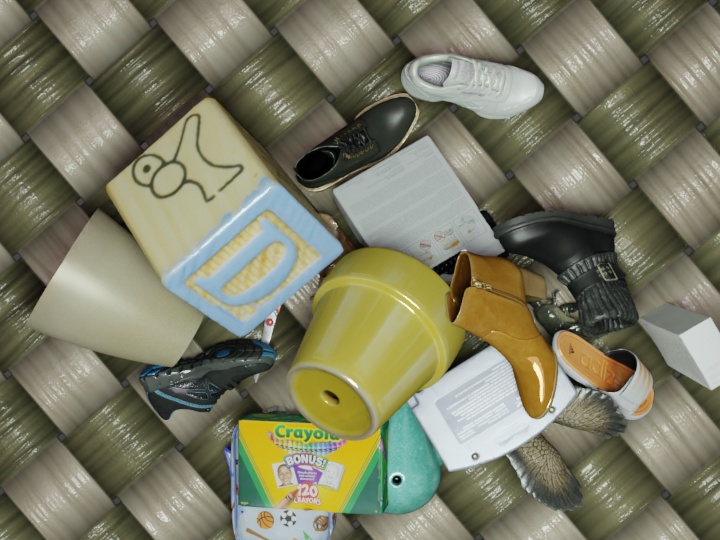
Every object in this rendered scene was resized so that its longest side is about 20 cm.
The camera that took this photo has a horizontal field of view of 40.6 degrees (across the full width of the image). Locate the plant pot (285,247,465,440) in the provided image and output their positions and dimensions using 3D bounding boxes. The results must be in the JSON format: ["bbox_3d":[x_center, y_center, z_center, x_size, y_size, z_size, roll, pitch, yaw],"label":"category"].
[{"bbox_3d":[0.006,0.103,1.233,0.201,0.201,0.189,39,50,0],"label":"plant pot"}]

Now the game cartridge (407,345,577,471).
[{"bbox_3d":[0.177,0.174,1.288,0.200,0.041,0.133,-32,75,3],"label":"game cartridge"}]

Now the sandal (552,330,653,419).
[{"bbox_3d":[0.347,0.141,1.331,0.207,0.059,0.079,30,56,-28],"label":"sandal"}]

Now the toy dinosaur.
[{"bbox_3d":[0.302,0.076,1.385,0.088,0.047,0.200,-33,96,6],"label":"toy dinosaur"}]

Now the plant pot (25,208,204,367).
[{"bbox_3d":[-0.324,0.044,1.347,0.200,0.187,0.187,31,94,-12],"label":"plant pot"}]

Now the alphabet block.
[{"bbox_3d":[-0.178,-0.068,1.278,0.195,0.196,0.200,-39,54,3],"label":"alphabet block"}]

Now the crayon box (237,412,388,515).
[{"bbox_3d":[-0.063,0.258,1.312,0.200,0.058,0.119,0,92,12],"label":"crayon box"}]

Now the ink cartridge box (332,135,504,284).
[{"bbox_3d":[0.079,-0.066,1.345,0.162,0.050,0.200,-30,79,-7],"label":"ink cartridge box"}]

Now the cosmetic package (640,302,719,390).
[{"bbox_3d":[0.438,0.096,1.301,0.051,0.200,0.083,-33,92,4],"label":"cosmetic package"}]

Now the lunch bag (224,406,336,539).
[{"bbox_3d":[-0.113,0.297,1.393,0.160,0.076,0.200,0,92,7],"label":"lunch bag"}]

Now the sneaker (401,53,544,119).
[{"bbox_3d":[0.156,-0.255,1.343,0.200,0.100,0.075,6,91,0],"label":"sneaker"}]

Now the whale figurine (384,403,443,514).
[{"bbox_3d":[0.054,0.245,1.368,0.159,0.104,0.200,6,95,2],"label":"whale figurine"}]

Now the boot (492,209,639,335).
[{"bbox_3d":[0.280,0.005,1.307,0.211,0.079,0.158,3,71,-27],"label":"boot"}]

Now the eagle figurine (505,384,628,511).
[{"bbox_3d":[0.244,0.210,1.341,0.151,0.200,0.152,-25,132,-34],"label":"eagle figurine"}]

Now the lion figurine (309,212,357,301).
[{"bbox_3d":[0.000,0.000,1.384,0.200,0.072,0.123,18,86,-13],"label":"lion figurine"}]

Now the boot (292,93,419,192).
[{"bbox_3d":[-0.003,-0.174,1.332,0.200,0.138,0.077,-39,91,2],"label":"boot"}]

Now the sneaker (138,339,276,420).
[{"bbox_3d":[-0.212,0.155,1.399,0.200,0.073,0.082,-14,107,9],"label":"sneaker"}]

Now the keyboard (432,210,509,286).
[{"bbox_3d":[0.115,-0.013,1.360,0.200,0.040,0.104,-36,93,-15],"label":"keyboard"}]

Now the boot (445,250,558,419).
[{"bbox_3d":[0.171,0.081,1.215,0.144,0.071,0.202,11,70,-31],"label":"boot"}]

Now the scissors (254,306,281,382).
[{"bbox_3d":[-0.123,0.063,1.410,0.073,0.014,0.200,0,92,1],"label":"scissors"}]
